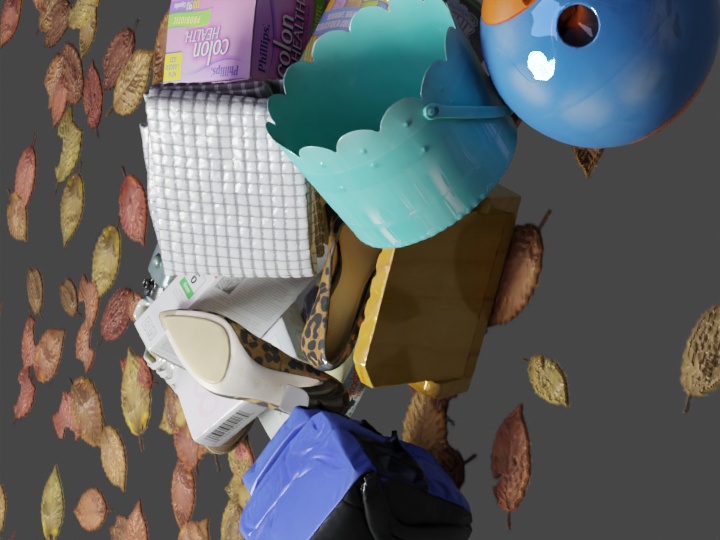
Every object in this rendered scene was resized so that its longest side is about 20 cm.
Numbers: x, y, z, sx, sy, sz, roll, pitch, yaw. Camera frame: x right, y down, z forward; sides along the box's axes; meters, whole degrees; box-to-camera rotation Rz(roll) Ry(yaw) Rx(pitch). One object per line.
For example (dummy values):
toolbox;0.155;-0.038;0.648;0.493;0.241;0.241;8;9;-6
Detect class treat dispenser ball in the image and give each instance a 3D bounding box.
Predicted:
treat dispenser ball;0.198;-0.202;1.426;0.200;0.199;0.203;-9;79;53

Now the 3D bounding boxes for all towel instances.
towel;-0.121;-0.092;1.662;0.086;0.164;0.202;-70;-20;-56

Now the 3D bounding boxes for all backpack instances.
backpack;0.003;0.222;1.649;0.163;0.199;0.168;-49;43;19

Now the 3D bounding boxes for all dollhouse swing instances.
dollhouse swing;0.036;0.003;1.648;0.181;0.174;0.202;33;113;50

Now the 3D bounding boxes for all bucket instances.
bucket;0.031;-0.129;1.504;0.206;0.135;0.208;-27;33;19

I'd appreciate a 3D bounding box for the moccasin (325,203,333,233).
moccasin;-0.067;-0.099;1.888;0.201;0.078;0.074;36;99;30

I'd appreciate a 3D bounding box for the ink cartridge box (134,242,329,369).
ink cartridge box;-0.130;0.019;1.799;0.200;0.109;0.050;-47;46;12

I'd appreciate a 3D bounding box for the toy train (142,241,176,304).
toy train;-0.183;-0.039;2.005;0.085;0.113;0.201;51;125;44

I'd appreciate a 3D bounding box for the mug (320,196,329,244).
mug;-0.092;-0.110;1.785;0.151;0.187;0.151;-4;67;20

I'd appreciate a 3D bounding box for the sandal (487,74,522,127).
sandal;0.115;-0.139;1.614;0.200;0.045;0.075;-41;17;3

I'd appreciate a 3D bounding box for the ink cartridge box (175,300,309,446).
ink cartridge box;-0.143;0.068;1.893;0.162;0.057;0.201;-40;57;22

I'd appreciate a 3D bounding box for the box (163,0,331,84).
box;-0.077;-0.229;1.808;0.175;0.198;0.098;4;89;54

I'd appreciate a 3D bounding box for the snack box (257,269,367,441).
snack box;-0.044;0.113;1.860;0.116;0.037;0.201;55;128;41

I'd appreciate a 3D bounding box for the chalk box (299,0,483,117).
chalk box;0.041;-0.228;1.686;0.123;0.124;0.201;12;72;54

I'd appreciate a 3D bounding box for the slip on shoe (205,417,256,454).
slip on shoe;-0.128;0.124;1.948;0.061;0.075;0.202;44;114;53

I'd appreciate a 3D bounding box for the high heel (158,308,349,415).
high heel;-0.107;0.098;1.761;0.199;0.142;0.072;30;95;20

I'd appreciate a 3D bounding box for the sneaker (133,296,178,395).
sneaker;-0.212;0.114;2.056;0.077;0.080;0.201;-53;48;33

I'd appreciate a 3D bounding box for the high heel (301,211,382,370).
high heel;0.000;0.000;1.712;0.201;0.071;0.143;-62;17;23
